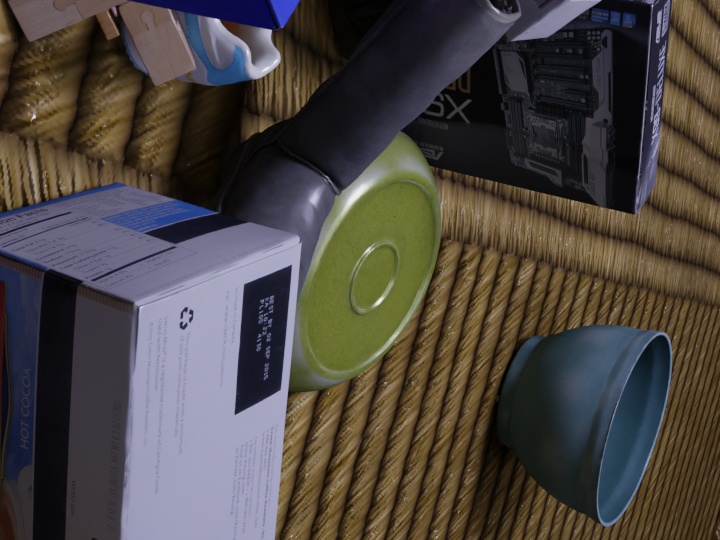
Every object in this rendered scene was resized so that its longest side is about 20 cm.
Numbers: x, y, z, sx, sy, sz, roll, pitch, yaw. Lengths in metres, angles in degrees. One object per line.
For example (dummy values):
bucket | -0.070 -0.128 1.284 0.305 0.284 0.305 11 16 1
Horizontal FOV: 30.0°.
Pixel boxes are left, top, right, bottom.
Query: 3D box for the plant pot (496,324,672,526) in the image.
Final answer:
plant pot | 0.222 0.142 1.375 0.200 0.133 0.203 -39 137 -47

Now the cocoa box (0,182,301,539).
cocoa box | -0.124 0.074 0.678 0.133 0.130 0.203 -23 125 -55

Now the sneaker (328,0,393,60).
sneaker | 0.022 -0.196 0.828 0.076 0.113 0.201 -47 142 -24

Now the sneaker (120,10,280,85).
sneaker | -0.066 -0.197 0.695 0.076 0.080 0.203 -8 108 -59

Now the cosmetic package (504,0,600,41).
cosmetic package | 0.070 -0.240 0.829 0.202 0.050 0.082 60 28 4

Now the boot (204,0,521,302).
boot | 0.004 -0.079 0.743 0.072 0.199 0.183 42 28 -31

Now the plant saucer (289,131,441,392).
plant saucer | 0.000 0.000 0.949 0.199 0.031 0.202 -34 137 -39

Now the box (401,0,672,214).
box | 0.112 -0.138 0.939 0.050 0.198 0.159 -47 144 -45

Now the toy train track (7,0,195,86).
toy train track | -0.126 -0.180 0.621 0.033 0.113 0.202 -111 179 -54

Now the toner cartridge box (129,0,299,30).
toner cartridge box | -0.114 -0.153 0.497 0.043 0.198 0.096 -58 150 -28
